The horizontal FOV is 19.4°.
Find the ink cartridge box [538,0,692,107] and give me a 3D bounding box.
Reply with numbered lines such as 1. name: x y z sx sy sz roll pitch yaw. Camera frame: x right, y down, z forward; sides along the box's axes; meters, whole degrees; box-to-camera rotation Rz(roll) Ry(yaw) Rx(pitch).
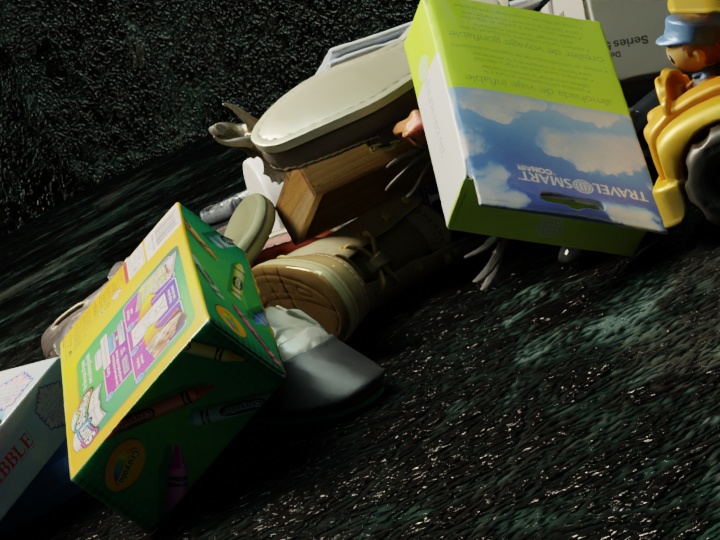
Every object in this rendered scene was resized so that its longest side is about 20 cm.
1. ink cartridge box: 0.212 -0.171 1.555 0.145 0.084 0.200 -11 -4 -10

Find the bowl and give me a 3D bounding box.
1. bowl: -0.232 0.132 1.422 0.201 0.039 0.201 -26 9 4

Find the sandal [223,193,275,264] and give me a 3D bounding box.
1. sandal: -0.119 0.005 1.422 0.080 0.057 0.201 -45 4 46

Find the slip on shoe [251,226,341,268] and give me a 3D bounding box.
1. slip on shoe: -0.088 0.033 1.510 0.200 0.074 0.061 -29 24 -5

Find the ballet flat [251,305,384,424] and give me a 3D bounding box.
1. ballet flat: -0.060 0.058 1.262 0.073 0.073 0.200 -32 10 -31

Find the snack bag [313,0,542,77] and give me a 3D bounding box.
1. snack bag: 0.037 -0.160 1.635 0.188 0.021 0.200 -21 -7 -18

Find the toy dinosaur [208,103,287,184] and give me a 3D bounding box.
1. toy dinosaur: -0.005 -0.105 1.496 0.200 0.077 0.102 -23 -6 -7

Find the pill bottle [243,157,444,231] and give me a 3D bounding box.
1. pill bottle: 0.019 -0.078 1.607 0.200 0.120 0.120 -23 8 -11

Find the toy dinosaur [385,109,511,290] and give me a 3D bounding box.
1. toy dinosaur: 0.082 -0.089 1.383 0.200 0.105 0.182 -60 -15 -16

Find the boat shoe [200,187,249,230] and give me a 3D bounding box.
1. boat shoe: -0.042 -0.041 1.711 0.200 0.091 0.071 -21 10 31

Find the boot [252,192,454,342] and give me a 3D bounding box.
1. boot: 0.000 0.000 1.409 0.155 0.073 0.200 -30 0 -22

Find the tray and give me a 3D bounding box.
1. tray: 0.041 -0.088 1.461 0.200 0.037 0.099 -24 -13 -17

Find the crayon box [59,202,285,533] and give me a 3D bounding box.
1. crayon box: -0.113 0.051 1.211 0.119 0.058 0.200 -49 21 10

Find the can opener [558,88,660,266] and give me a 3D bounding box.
1. can opener: 0.168 -0.065 1.335 0.079 0.063 0.200 -18 12 42

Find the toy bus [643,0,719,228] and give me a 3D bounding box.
1. toy bus: 0.232 -0.139 1.169 0.200 0.192 0.136 -24 10 25

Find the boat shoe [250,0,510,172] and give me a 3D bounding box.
1. boat shoe: 0.021 -0.112 1.377 0.200 0.060 0.072 -33 36 -21

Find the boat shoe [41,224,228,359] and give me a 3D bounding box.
1. boat shoe: -0.170 0.018 1.675 0.200 0.075 0.073 -34 53 -17

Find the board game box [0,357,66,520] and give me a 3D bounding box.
1. board game box: -0.286 0.146 1.300 0.200 0.041 0.200 -15 30 44

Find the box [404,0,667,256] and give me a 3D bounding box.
1. box: 0.102 -0.083 1.259 0.122 0.048 0.200 7 42 -16
